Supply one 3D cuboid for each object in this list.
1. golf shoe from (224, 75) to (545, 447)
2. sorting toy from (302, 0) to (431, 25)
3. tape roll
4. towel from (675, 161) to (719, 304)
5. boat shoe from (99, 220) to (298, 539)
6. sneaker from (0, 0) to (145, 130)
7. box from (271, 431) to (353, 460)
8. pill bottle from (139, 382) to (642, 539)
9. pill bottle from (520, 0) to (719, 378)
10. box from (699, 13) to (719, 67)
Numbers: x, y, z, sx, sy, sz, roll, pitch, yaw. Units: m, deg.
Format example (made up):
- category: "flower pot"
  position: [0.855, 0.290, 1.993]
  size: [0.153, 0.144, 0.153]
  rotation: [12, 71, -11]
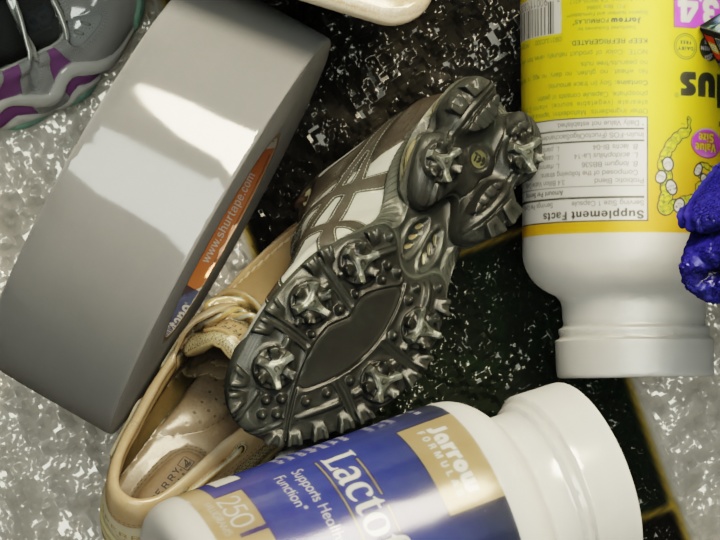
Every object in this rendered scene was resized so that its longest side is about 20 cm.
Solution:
- category: "golf shoe"
  position: [0.000, 0.000, 1.229]
  size: [0.200, 0.094, 0.078]
  rotation: [-49, 112, -23]
- category: "sorting toy"
  position: [-0.058, -0.147, 1.224]
  size: [0.185, 0.200, 0.037]
  rotation: [17, 103, -1]
- category: "tape roll"
  position: [-0.089, -0.030, 1.212]
  size: [0.066, 0.200, 0.201]
  rotation: [30, 87, 2]
- category: "towel"
  position: [0.218, -0.065, 1.187]
  size: [0.147, 0.200, 0.050]
  rotation: [-28, 102, 32]
- category: "boat shoe"
  position: [-0.051, 0.045, 1.246]
  size: [0.071, 0.065, 0.200]
  rotation: [23, 60, 15]
- category: "sneaker"
  position: [-0.189, -0.094, 1.240]
  size: [0.200, 0.140, 0.078]
  rotation: [-30, 88, -2]
- category: "box"
  position: [-0.002, 0.174, 1.282]
  size: [0.199, 0.050, 0.199]
  rotation: [-1, 86, -1]
- category: "pill bottle"
  position: [0.015, 0.124, 1.187]
  size: [0.200, 0.116, 0.116]
  rotation: [-19, 88, -20]
- category: "pill bottle"
  position: [0.126, -0.051, 1.267]
  size: [0.104, 0.104, 0.201]
  rotation: [0, 88, -2]
- category: "box"
  position: [0.256, -0.133, 1.171]
  size: [0.200, 0.137, 0.040]
  rotation: [-32, 107, -5]
